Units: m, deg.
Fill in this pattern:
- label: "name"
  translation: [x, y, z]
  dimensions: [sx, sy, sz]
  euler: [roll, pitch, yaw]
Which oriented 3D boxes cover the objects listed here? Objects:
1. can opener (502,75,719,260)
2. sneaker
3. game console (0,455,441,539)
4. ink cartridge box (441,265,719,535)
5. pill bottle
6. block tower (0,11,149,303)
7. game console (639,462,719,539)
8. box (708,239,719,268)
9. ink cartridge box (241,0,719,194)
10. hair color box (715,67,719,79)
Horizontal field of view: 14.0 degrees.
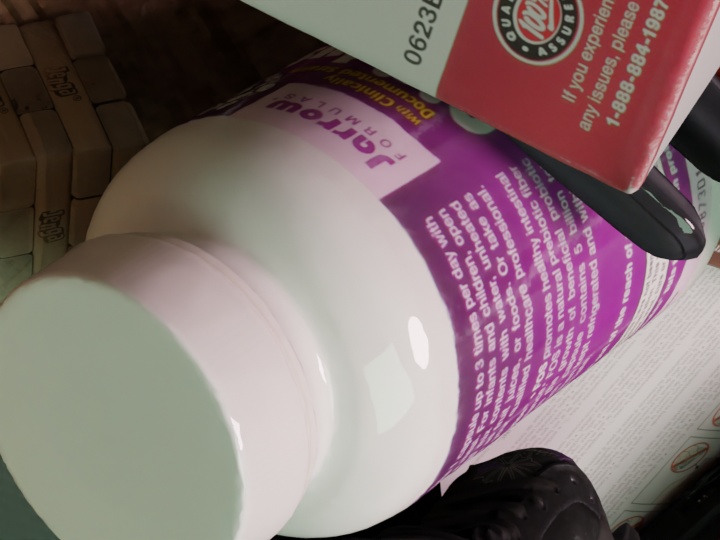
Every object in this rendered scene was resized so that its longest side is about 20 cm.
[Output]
- label: "can opener"
  translation: [0.020, -0.081, 0.709]
  dimensions: [0.063, 0.079, 0.200]
  euler: [-40, 99, -11]
- label: "sneaker"
  translation: [0.028, 0.086, 0.821]
  dimensions: [0.076, 0.088, 0.200]
  euler: [2, 163, 23]
- label: "game console"
  translation: [-0.105, 0.092, 0.881]
  dimensions: [0.200, 0.116, 0.176]
  euler: [22, 93, -17]
- label: "ink cartridge box"
  translation: [0.082, 0.035, 0.966]
  dimensions: [0.200, 0.050, 0.162]
  euler: [3, 133, -51]
- label: "pill bottle"
  translation: [0.000, 0.000, 0.755]
  dimensions: [0.200, 0.112, 0.112]
  euler: [-33, 154, -45]
- label: "block tower"
  translation: [-0.150, -0.017, 0.761]
  dimensions: [0.200, 0.054, 0.058]
  euler: [-11, 139, -19]
- label: "game console"
  translation: [0.171, 0.104, 0.987]
  dimensions: [0.200, 0.119, 0.172]
  euler: [-45, 151, 17]
- label: "box"
  translation: [0.169, -0.084, 0.849]
  dimensions: [0.100, 0.075, 0.200]
  euler: [18, 125, -40]
- label: "ink cartridge box"
  translation: [0.003, -0.129, 0.607]
  dimensions: [0.083, 0.200, 0.145]
  euler: [-51, 165, -50]
- label: "hair color box"
  translation: [0.195, -0.068, 0.771]
  dimensions: [0.200, 0.061, 0.102]
  euler: [-31, 147, 3]
